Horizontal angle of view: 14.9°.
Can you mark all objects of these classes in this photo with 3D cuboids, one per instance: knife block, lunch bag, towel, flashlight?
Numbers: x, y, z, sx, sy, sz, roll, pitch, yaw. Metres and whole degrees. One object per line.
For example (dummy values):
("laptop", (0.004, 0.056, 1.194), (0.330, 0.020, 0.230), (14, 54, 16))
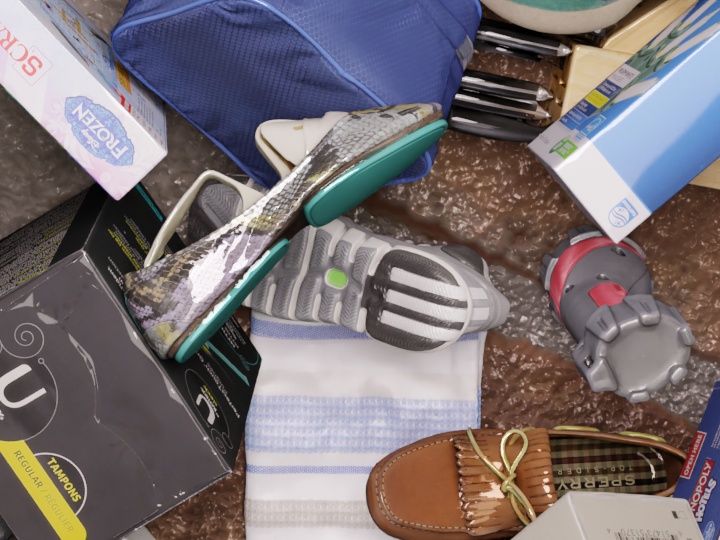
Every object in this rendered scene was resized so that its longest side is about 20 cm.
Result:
("knife block", (0.143, -0.086, 1.624), (0.176, 0.064, 0.200), (-34, 103, 3))
("lunch bag", (-0.025, -0.139, 1.533), (0.200, 0.136, 0.132), (42, 54, -37))
("towel", (0.002, 0.116, 1.674), (0.147, 0.024, 0.200), (1, 102, -5))
("flashlight", (0.150, 0.023, 1.577), (0.068, 0.200, 0.068), (16, 99, -9))

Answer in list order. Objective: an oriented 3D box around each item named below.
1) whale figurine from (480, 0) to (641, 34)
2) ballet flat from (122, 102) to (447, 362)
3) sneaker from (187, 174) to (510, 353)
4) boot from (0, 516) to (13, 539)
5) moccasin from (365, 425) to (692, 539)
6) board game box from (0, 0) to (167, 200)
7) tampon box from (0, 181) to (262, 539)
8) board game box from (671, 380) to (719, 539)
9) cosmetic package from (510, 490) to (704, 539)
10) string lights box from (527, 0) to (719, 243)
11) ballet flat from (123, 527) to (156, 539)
("whale figurine", (0.144, -0.221, 1.557), (0.200, 0.159, 0.104), (-27, 148, -16))
("ballet flat", (-0.046, -0.039, 1.447), (0.200, 0.072, 0.072), (-41, 102, -8))
("sneaker", (0.000, 0.000, 1.621), (0.200, 0.115, 0.075), (25, 103, 30))
("boot", (-0.265, 0.077, 1.617), (0.165, 0.066, 0.200), (-41, 98, 15))
("moccasin", (0.101, 0.127, 1.631), (0.201, 0.078, 0.074), (4, 76, -19))
("board game box", (-0.189, -0.138, 1.514), (0.041, 0.200, 0.200), (-43, 101, 5))
("tampon box", (-0.154, 0.053, 1.549), (0.126, 0.200, 0.150), (-31, 102, 10))
("board game box", (0.304, 0.108, 1.663), (0.200, 0.062, 0.200), (25, 84, -28))
("cosmetic package", (0.110, 0.217, 1.610), (0.103, 0.087, 0.200), (5, 143, -38))
("string lights box", (0.194, -0.107, 1.538), (0.200, 0.103, 0.059), (-41, 101, 2))
("ballet flat", (-0.132, 0.212, 1.629), (0.069, 0.069, 0.200), (-31, 82, 2))
